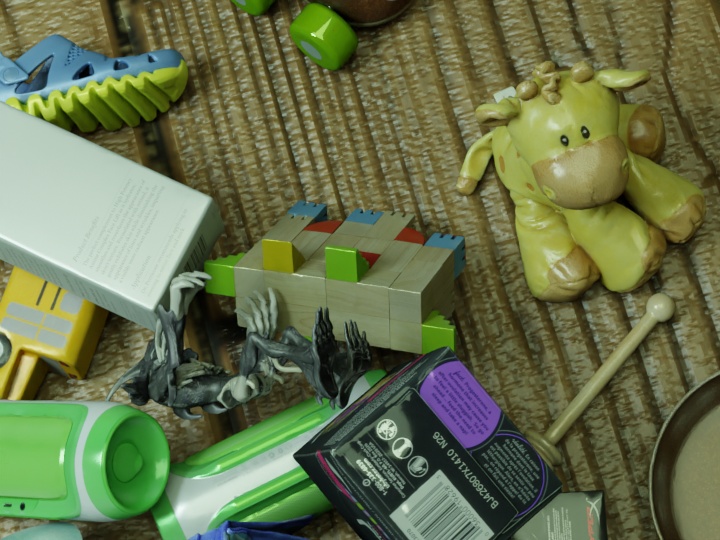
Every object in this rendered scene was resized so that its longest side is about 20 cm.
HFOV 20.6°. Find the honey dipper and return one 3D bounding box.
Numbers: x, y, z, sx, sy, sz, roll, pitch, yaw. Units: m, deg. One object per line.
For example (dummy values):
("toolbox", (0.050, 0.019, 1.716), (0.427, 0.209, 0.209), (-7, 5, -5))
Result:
("honey dipper", (0.176, 0.094, 1.515), (0.038, 0.038, 0.200), (40, 76, 14))

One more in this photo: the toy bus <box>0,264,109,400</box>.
("toy bus", (-0.235, 0.015, 1.548), (0.078, 0.065, 0.202), (16, 74, 7))

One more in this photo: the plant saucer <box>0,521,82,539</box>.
("plant saucer", (-0.276, 0.255, 1.412), (0.039, 0.201, 0.202), (39, 76, -22))

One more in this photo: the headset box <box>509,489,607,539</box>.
("headset box", (0.084, 0.244, 1.451), (0.198, 0.077, 0.150), (-4, 72, 3))

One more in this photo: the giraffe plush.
("giraffe plush", (0.165, -0.091, 1.505), (0.172, 0.162, 0.200), (-41, 75, -9))

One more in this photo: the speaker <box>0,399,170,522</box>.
("speaker", (-0.236, 0.139, 1.456), (0.198, 0.088, 0.089), (-2, 69, 37))

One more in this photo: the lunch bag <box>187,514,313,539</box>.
("lunch bag", (-0.080, 0.252, 1.348), (0.169, 0.199, 0.128), (-32, 39, 31))

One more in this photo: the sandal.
("sandal", (-0.238, -0.154, 1.597), (0.198, 0.080, 0.088), (-11, 69, -2))

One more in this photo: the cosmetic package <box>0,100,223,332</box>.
("cosmetic package", (-0.215, -0.041, 1.494), (0.198, 0.074, 0.102), (25, 75, 11))

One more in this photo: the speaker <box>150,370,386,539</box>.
("speaker", (-0.057, 0.150, 1.476), (0.198, 0.089, 0.089), (-26, 73, -5))

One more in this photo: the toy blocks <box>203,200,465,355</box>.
("toy blocks", (0.000, 0.000, 1.512), (0.198, 0.101, 0.137), (8, 28, 21))

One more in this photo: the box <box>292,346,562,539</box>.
("box", (0.040, 0.135, 1.332), (0.106, 0.200, 0.123), (-40, 90, -10))

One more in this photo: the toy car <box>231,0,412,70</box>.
("toy car", (-0.026, -0.287, 1.558), (0.157, 0.200, 0.165), (36, 78, 13))

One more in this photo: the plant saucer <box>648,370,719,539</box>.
("plant saucer", (0.314, 0.167, 1.484), (0.198, 0.035, 0.203), (-1, 73, 4))

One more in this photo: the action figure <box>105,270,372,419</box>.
("action figure", (-0.094, 0.055, 1.423), (0.198, 0.119, 0.103), (-3, 84, 29))
